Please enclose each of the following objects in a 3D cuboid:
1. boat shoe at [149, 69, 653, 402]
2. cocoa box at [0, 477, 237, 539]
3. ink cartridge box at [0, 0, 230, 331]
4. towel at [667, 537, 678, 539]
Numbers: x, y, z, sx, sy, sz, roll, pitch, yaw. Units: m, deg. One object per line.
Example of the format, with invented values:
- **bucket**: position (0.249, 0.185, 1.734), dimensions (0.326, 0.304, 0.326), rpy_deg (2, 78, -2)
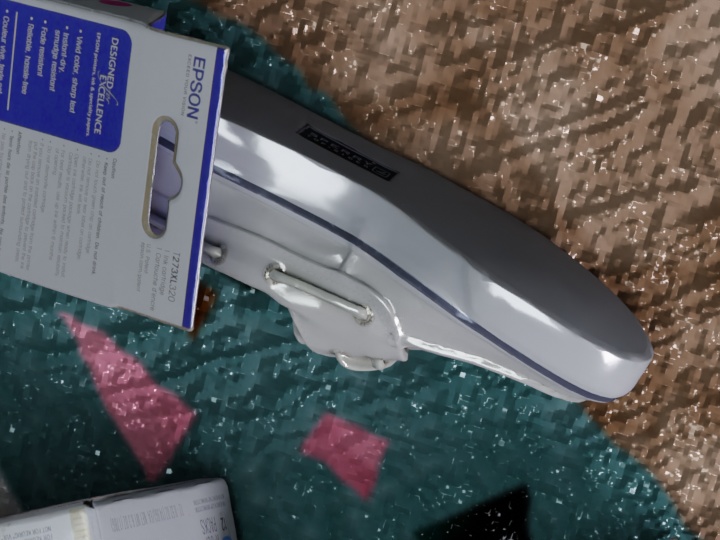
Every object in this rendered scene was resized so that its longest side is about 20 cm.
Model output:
- **boat shoe**: position (0.000, 0.000, 0.895), dimensions (0.199, 0.072, 0.066), rpy_deg (28, 110, 7)
- **cocoa box**: position (-0.145, 0.157, 0.921), dimensions (0.199, 0.133, 0.132), rpy_deg (-13, 86, 15)
- **ink cartridge box**: position (-0.123, -0.051, 0.897), dimensions (0.199, 0.037, 0.095), rpy_deg (17, 107, 31)
- **towel**: position (0.060, 0.206, 0.904), dimensions (0.171, 0.048, 0.201), rpy_deg (-15, 88, 7)
